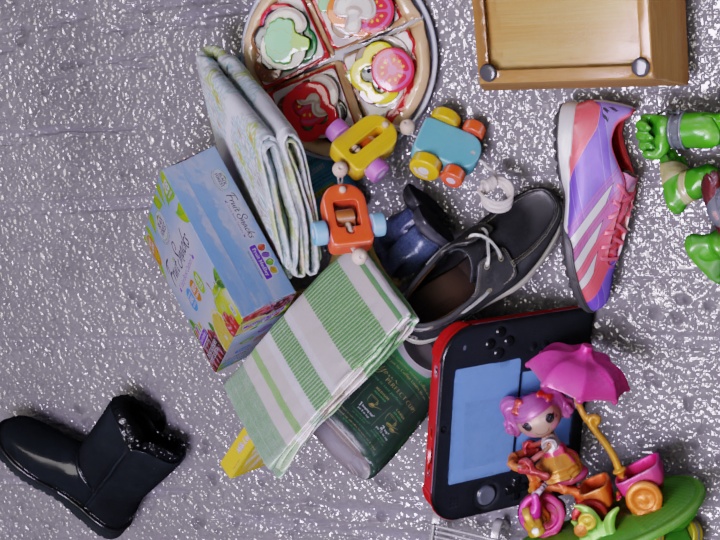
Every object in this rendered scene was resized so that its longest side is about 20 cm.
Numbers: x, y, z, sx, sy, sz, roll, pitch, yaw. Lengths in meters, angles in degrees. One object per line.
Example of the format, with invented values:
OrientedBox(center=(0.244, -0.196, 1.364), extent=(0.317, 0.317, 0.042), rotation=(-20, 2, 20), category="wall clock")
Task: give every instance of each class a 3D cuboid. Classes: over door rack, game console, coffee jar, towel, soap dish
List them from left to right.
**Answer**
OrientedBox(center=(-0.096, -0.105, 1.504), extent=(0.200, 0.048, 0.172), rotation=(-129, 23, -49), category="towel")
OrientedBox(center=(-0.040, 0.079, 1.458), extent=(0.200, 0.023, 0.153), rotation=(-49, 37, 10), category="towel")
OrientedBox(center=(0.042, 0.101, 1.510), extent=(0.104, 0.200, 0.085), rotation=(46, 159, 8), category="coffee jar")
OrientedBox(center=(0.130, 0.354, 1.605), extent=(0.147, 0.067, 0.202), rotation=(10, 89, 23), category="over door rack")
OrientedBox(center=(0.144, 0.137, 1.493), extent=(0.031, 0.175, 0.202), rotation=(-142, 51, -58), category="game console")
OrientedBox(center=(0.189, -0.238, 1.391), extent=(0.198, 0.081, 0.159), rotation=(2, 107, 27), category="soap dish")

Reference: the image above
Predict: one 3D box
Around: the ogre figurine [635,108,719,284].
OrientedBox(center=(0.335, -0.061, 1.368), extent=(0.119, 0.098, 0.202), rotation=(-21, 85, 41), category="ogre figurine")

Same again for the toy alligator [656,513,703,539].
OrientedBox(center=(0.285, 0.292, 1.531), extent=(0.054, 0.059, 0.201), rotation=(-127, 44, -53), category="toy alligator")

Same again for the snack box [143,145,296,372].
OrientedBox(center=(-0.146, -0.007, 1.559), extent=(0.170, 0.067, 0.200), rotation=(61, 159, 9), category="snack box")

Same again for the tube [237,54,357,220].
OrientedBox(center=(-0.063, -0.138, 1.569), extent=(0.077, 0.050, 0.201), rotation=(-31, 86, 17), category="tube")

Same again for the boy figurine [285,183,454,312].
OrientedBox(center=(0.000, 0.000, 1.548), extent=(0.200, 0.064, 0.125), rotation=(-38, 45, 21), category="boy figurine")

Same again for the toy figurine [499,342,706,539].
OrientedBox(center=(0.198, 0.161, 1.462), extent=(0.199, 0.150, 0.185), rotation=(-22, 98, 17), category="toy figurine")

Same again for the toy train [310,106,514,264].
OrientedBox(center=(0.037, -0.077, 1.470), extent=(0.056, 0.198, 0.151), rotation=(109, 146, -62), category="toy train")

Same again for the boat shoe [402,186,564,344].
OrientedBox(center=(0.114, -0.008, 1.461), extent=(0.200, 0.068, 0.072), rotation=(-39, 73, -7), category="boat shoe")

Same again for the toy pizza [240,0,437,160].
OrientedBox(center=(-0.024, -0.206, 1.508), extent=(0.198, 0.032, 0.202), rotation=(2, 100, 14), category="toy pizza")

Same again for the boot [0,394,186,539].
OrientedBox(center=(-0.307, 0.193, 1.769), extent=(0.200, 0.076, 0.168), rotation=(39, 122, 2), category="boot")

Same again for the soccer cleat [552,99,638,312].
OrientedBox(center=(0.224, -0.058, 1.441), extent=(0.073, 0.068, 0.202), rotation=(-1, 103, 22), category="soccer cleat")

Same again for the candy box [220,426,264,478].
OrientedBox(center=(-0.066, 0.138, 1.596), extent=(0.026, 0.102, 0.200), rotation=(55, 136, 22), category="candy box")
